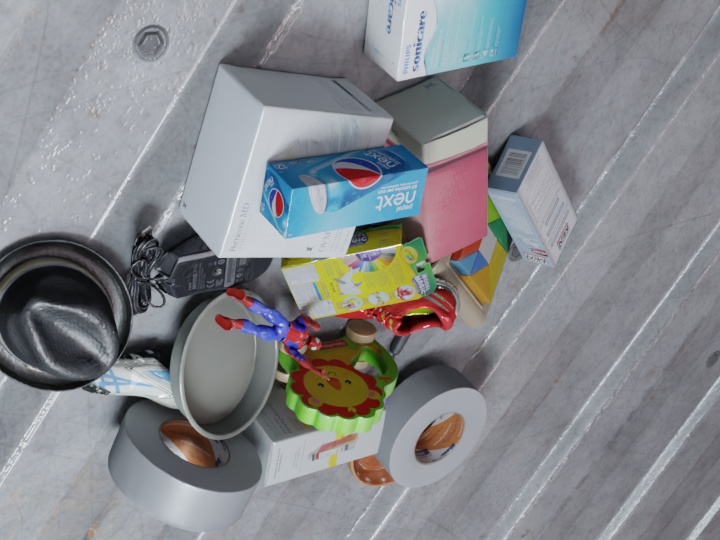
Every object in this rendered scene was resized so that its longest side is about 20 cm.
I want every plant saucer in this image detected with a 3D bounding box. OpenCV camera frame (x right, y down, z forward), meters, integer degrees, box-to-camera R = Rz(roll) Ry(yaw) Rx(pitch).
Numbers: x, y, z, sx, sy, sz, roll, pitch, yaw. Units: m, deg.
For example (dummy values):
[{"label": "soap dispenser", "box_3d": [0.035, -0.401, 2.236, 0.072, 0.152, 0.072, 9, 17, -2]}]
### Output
[{"label": "plant saucer", "box_3d": [0.060, 0.273, 1.940, 0.198, 0.032, 0.203, -23, 134, -25]}]

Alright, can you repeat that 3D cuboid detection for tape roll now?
[{"label": "tape roll", "box_3d": [-0.233, 0.257, 1.547, 0.198, 0.200, 0.067, 11, 115, -44]}, {"label": "tape roll", "box_3d": [0.112, 0.256, 1.898, 0.198, 0.066, 0.203, -22, 134, -25]}]

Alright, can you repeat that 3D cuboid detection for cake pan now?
[{"label": "cake pan", "box_3d": [-0.185, 0.124, 1.559, 0.199, 0.036, 0.204, -18, 112, -53]}]

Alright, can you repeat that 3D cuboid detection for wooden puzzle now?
[{"label": "wooden puzzle", "box_3d": [0.181, -0.037, 1.744, 0.185, 0.037, 0.202, 47, 63, -49]}]

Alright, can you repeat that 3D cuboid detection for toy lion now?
[{"label": "toy lion", "box_3d": [-0.026, 0.158, 1.658, 0.197, 0.192, 0.070, -8, 127, -35]}]

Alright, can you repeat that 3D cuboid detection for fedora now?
[{"label": "fedora", "box_3d": [-0.349, 0.065, 1.361, 0.198, 0.091, 0.204, -11, 112, -29]}]

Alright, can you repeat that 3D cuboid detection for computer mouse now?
[{"label": "computer mouse", "box_3d": [-0.207, -0.018, 1.477, 0.197, 0.053, 0.140, -10, 141, -26]}]

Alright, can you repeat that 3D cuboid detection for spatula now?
[{"label": "spatula", "box_3d": [0.044, 0.144, 1.826, 0.202, 0.056, 0.021, -62, 177, 8]}]

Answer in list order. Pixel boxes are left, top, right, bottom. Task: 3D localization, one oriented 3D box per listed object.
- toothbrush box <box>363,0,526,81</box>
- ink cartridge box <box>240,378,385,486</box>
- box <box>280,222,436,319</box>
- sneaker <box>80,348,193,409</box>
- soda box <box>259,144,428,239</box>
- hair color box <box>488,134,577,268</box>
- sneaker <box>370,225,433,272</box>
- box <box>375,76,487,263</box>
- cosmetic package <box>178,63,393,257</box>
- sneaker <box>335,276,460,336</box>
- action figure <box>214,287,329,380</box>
[{"label": "toothbrush box", "box_3d": [0.111, -0.338, 1.465, 0.197, 0.085, 0.148, -18, 132, -29]}, {"label": "ink cartridge box", "box_3d": [-0.083, 0.216, 1.693, 0.197, 0.145, 0.085, -11, 127, -34]}, {"label": "box", "box_3d": [0.000, 0.000, 1.595, 0.196, 0.049, 0.118, -9, 137, 11]}, {"label": "sneaker", "box_3d": [-0.305, 0.132, 1.512, 0.198, 0.071, 0.074, 16, 80, -40]}, {"label": "soda box", "box_3d": [-0.018, -0.096, 1.380, 0.197, 0.064, 0.069, -12, 129, -34]}, {"label": "hair color box", "box_3d": [0.264, -0.103, 1.769, 0.100, 0.060, 0.200, -61, 142, -20]}, {"label": "sneaker", "box_3d": [0.065, 0.008, 1.710, 0.200, 0.067, 0.109, 19, 105, -49]}, {"label": "box", "box_3d": [0.098, -0.136, 1.579, 0.108, 0.128, 0.202, -24, 134, -21]}, {"label": "cosmetic package", "box_3d": [-0.093, -0.130, 1.432, 0.197, 0.123, 0.202, 0, 122, -37]}, {"label": "sneaker", "box_3d": [0.043, 0.053, 1.657, 0.196, 0.086, 0.078, -2, 137, 14]}, {"label": "action figure", "box_3d": [-0.097, 0.087, 1.559, 0.199, 0.098, 0.066, 27, 89, -55]}]
